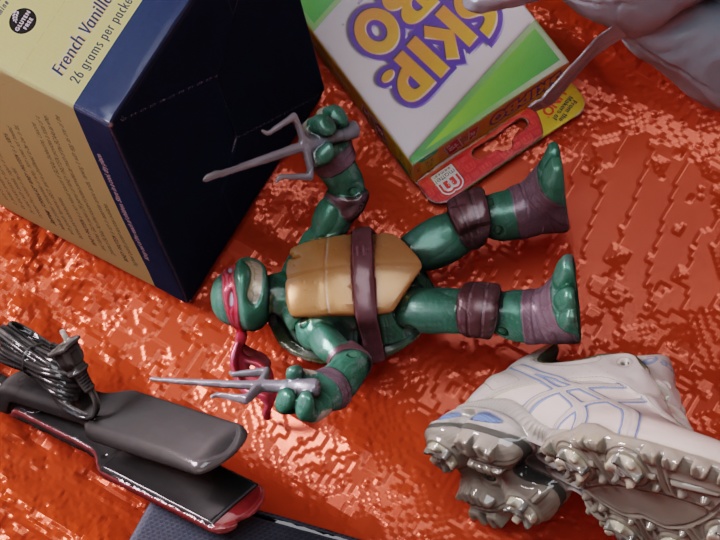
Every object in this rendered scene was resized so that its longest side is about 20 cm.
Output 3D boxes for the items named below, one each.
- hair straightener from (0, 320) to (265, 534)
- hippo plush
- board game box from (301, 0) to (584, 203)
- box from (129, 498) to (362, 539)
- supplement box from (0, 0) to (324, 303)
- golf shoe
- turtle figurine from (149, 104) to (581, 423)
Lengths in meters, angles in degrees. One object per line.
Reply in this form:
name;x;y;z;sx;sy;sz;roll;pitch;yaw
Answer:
hair straightener;-0.125;0.051;1.175;0.041;0.077;0.199;-35;42;-29
hippo plush;0.143;-0.173;1.241;0.199;0.159;0.161;-31;43;7
board game box;0.020;-0.133;1.282;0.095;0.030;0.200;-33;70;-7
box;-0.050;0.193;1.098;0.157;0.051;0.200;14;42;13
supplement box;-0.145;-0.118;1.199;0.199;0.200;0.135;27;72;17
golf shoe;0.118;0.069;1.123;0.199;0.079;0.097;11;50;48
turtle figurine;0.000;0.000;1.189;0.198;0.101;0.151;-7;75;4
